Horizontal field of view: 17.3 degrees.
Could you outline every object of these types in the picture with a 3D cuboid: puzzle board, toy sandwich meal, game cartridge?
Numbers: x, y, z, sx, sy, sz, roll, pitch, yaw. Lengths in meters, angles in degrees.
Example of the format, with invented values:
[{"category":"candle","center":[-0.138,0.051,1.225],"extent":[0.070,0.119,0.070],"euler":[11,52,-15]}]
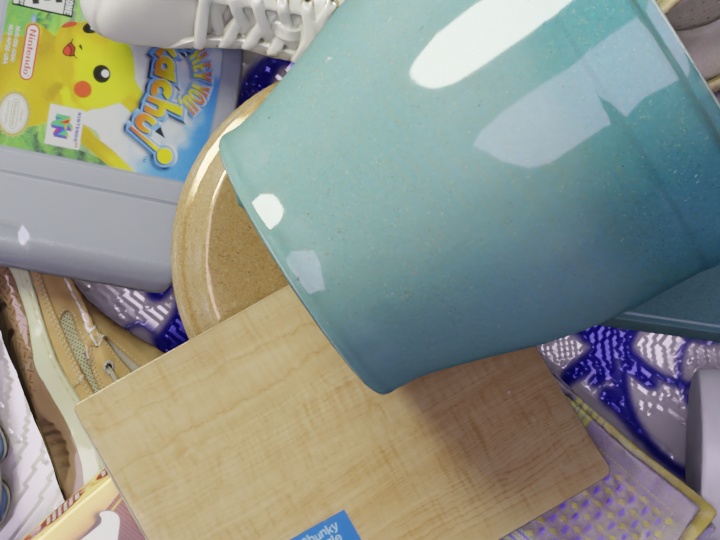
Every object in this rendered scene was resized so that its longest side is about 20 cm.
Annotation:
[{"category":"puzzle board","center":[-0.009,0.079,1.085],"extent":[0.200,0.017,0.151],"euler":[-29,80,-9]},{"category":"toy sandwich meal","center":[0.000,0.000,1.152],"extent":[0.205,0.070,0.206],"euler":[0,89,-13]},{"category":"game cartridge","center":[-0.124,-0.095,1.136],"extent":[0.133,0.040,0.200],"euler":[11,82,-23]}]

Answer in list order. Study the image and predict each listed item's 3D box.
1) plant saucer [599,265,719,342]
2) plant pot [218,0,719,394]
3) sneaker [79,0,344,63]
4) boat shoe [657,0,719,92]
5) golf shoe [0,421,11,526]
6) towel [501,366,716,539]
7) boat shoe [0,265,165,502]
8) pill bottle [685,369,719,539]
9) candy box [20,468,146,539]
[{"category":"plant saucer","center":[0.189,0.003,1.155],"extent":[0.200,0.019,0.070],"euler":[8,95,-11]},{"category":"plant pot","center":[0.050,-0.049,1.022],"extent":[0.188,0.200,0.200],"euler":[-34,93,5]},{"category":"sneaker","center":[-0.027,-0.125,1.100],"extent":[0.200,0.073,0.085],"euler":[-10,54,-16]},{"category":"boat shoe","center":[0.182,-0.124,1.138],"extent":[0.200,0.063,0.073],"euler":[-26,106,5]},{"category":"golf shoe","center":[-0.221,0.043,1.157],"extent":[0.078,0.097,0.200],"euler":[-16,93,5]},{"category":"towel","center":[0.051,0.139,1.094],"extent":[0.144,0.023,0.200],"euler":[44,80,8]},{"category":"boat shoe","center":[-0.129,0.054,1.176],"extent":[0.076,0.072,0.200],"euler":[-21,100,-11]},{"category":"pill bottle","center":[0.259,0.090,1.136],"extent":[0.200,0.111,0.111],"euler":[1,95,2]},{"category":"candy box","center":[-0.119,0.169,1.119],"extent":[0.200,0.056,0.117],"euler":[-41,96,-7]}]
